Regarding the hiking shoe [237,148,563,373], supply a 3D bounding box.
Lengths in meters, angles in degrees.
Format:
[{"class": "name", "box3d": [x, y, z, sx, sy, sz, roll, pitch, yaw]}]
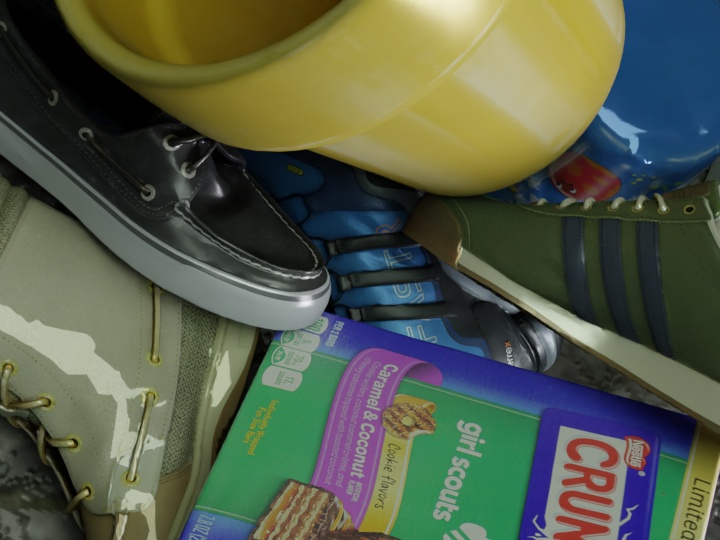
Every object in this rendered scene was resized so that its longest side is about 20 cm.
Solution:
[{"class": "hiking shoe", "box3d": [0.000, 0.000, 1.027, 0.200, 0.074, 0.087, 39, 67, -7]}]

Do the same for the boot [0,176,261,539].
[{"class": "boot", "box3d": [-0.136, 0.064, 0.965, 0.155, 0.072, 0.200, 23, 64, -14]}]

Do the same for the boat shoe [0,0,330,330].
[{"class": "boat shoe", "box3d": [-0.089, -0.053, 0.982, 0.200, 0.066, 0.070, 38, 33, 13]}]

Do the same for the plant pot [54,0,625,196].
[{"class": "plant pot", "box3d": [0.007, -0.124, 0.914, 0.189, 0.201, 0.201, 36, 62, -50]}]

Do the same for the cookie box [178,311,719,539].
[{"class": "cookie box", "box3d": [0.037, 0.115, 0.943, 0.200, 0.075, 0.171, 16, 41, 6]}]

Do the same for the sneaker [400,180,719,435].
[{"class": "sneaker", "box3d": [0.121, -0.002, 0.962, 0.200, 0.067, 0.090, 32, 93, 20]}]

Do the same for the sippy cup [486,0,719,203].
[{"class": "sippy cup", "box3d": [0.111, -0.078, 1.054, 0.140, 0.130, 0.178, 43, 67, -6]}]

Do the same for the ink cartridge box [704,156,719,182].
[{"class": "ink cartridge box", "box3d": [0.216, -0.019, 1.039, 0.067, 0.200, 0.117, 30, 70, -11]}]
